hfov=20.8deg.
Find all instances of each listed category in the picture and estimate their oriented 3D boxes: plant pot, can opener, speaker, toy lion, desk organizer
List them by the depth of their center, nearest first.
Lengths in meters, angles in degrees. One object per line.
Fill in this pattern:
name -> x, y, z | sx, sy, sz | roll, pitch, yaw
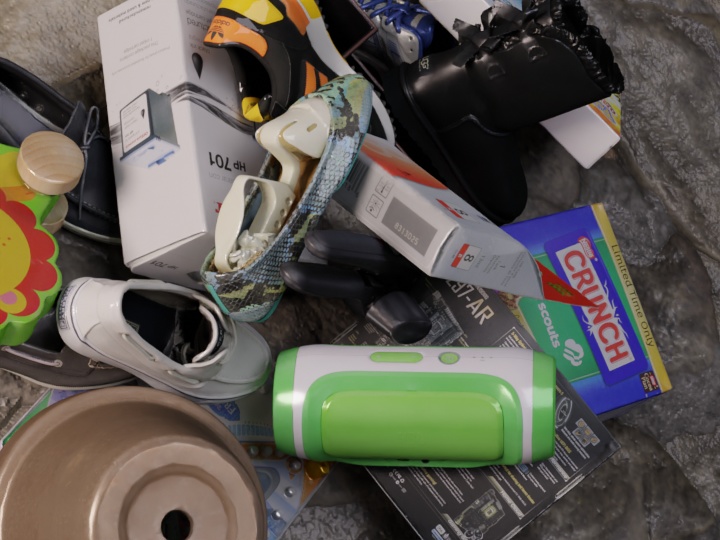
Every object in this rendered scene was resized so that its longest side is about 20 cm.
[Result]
plant pot -> -0.142, 0.169, 1.274 | 0.199, 0.175, 0.201 | 3, 81, -18
toy lion -> -0.287, -0.038, 1.316 | 0.200, 0.069, 0.192 | 29, 44, -2
can opener -> 0.000, 0.000, 1.371 | 0.079, 0.200, 0.064 | 34, 93, 24
speaker -> 0.040, 0.096, 1.408 | 0.199, 0.089, 0.089 | 1, 66, 5
desk organizer -> -0.003, -0.139, 1.573 | 0.200, 0.077, 0.072 | 49, 54, -6

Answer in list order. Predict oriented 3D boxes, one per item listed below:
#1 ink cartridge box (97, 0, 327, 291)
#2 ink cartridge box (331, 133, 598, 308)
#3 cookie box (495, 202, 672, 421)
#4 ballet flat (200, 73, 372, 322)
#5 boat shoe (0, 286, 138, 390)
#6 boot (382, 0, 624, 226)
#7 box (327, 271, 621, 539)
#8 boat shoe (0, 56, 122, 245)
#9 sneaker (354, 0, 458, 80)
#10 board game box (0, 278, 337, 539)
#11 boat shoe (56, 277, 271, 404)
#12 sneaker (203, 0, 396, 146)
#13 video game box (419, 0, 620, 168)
ink cartridge box -> -0.110, -0.094, 1.455 | 0.146, 0.086, 0.201 | 16, 58, -52
ink cartridge box -> 0.075, -0.039, 1.437 | 0.200, 0.050, 0.162 | 8, 24, -46
cookie box -> 0.133, 0.051, 1.582 | 0.199, 0.075, 0.172 | -14, 79, -35
ballet flat -> -0.053, -0.062, 1.355 | 0.074, 0.074, 0.201 | 29, 71, -19
boat shoe -> -0.230, 0.037, 1.352 | 0.199, 0.057, 0.067 | 10, 58, -18
boot -> 0.129, -0.126, 1.534 | 0.198, 0.162, 0.074 | 47, 30, -39
box -> 0.071, 0.106, 1.469 | 0.160, 0.044, 0.200 | -40, 81, -2
boat shoe -> -0.218, -0.087, 1.427 | 0.200, 0.062, 0.075 | 38, 53, -17
sneaker -> 0.029, -0.203, 1.613 | 0.200, 0.088, 0.075 | 42, 56, -9
board game box -> -0.128, 0.128, 1.418 | 0.200, 0.026, 0.200 | 46, 54, -8
boat shoe -> -0.120, 0.046, 1.365 | 0.200, 0.066, 0.072 | 29, 64, -47
sneaker -> -0.050, -0.129, 1.439 | 0.090, 0.070, 0.200 | -52, 131, -22
video game box -> 0.139, -0.195, 1.649 | 0.200, 0.047, 0.182 | 43, 24, -11
